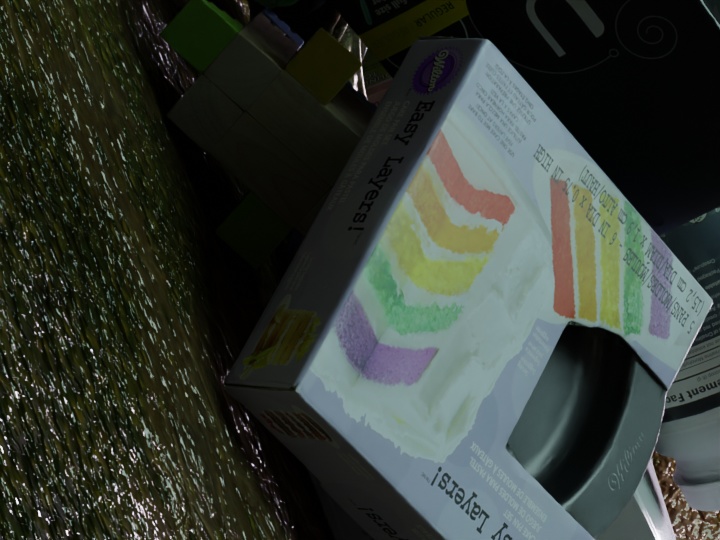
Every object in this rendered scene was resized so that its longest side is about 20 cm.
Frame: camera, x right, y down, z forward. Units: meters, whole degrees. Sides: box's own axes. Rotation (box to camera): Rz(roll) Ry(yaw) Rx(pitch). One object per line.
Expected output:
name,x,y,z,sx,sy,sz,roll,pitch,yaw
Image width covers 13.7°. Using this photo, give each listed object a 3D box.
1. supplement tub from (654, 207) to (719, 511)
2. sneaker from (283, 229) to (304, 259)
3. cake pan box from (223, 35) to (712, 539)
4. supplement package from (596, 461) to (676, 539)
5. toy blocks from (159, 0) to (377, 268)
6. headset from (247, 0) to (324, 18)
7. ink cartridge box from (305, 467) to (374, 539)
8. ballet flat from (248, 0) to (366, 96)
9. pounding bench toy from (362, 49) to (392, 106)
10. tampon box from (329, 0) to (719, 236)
supplement tub,0.191,0.014,1.623,0.200,0.140,0.140,64,8,-8
sneaker,0.000,0.000,1.485,0.089,0.080,0.200,60,4,-14
cake pan box,0.052,0.032,1.274,0.200,0.052,0.184,48,62,-34
supplement package,0.097,0.123,1.631,0.200,0.121,0.120,-100,165,-57
toy blocks,-0.009,-0.048,1.377,0.200,0.100,0.137,42,10,-4
headset,-0.081,-0.191,1.375,0.123,0.094,0.200,25,-30,46
ink cartridge box,0.033,0.138,1.402,0.200,0.050,0.162,-28,97,-80
ballet flat,-0.023,-0.143,1.500,0.070,0.065,0.200,33,-38,23
pounding bench toy,0.069,-0.081,1.707,0.124,0.200,0.156,-100,166,-60
tampon box,0.102,-0.125,1.352,0.200,0.150,0.126,49,36,-19
